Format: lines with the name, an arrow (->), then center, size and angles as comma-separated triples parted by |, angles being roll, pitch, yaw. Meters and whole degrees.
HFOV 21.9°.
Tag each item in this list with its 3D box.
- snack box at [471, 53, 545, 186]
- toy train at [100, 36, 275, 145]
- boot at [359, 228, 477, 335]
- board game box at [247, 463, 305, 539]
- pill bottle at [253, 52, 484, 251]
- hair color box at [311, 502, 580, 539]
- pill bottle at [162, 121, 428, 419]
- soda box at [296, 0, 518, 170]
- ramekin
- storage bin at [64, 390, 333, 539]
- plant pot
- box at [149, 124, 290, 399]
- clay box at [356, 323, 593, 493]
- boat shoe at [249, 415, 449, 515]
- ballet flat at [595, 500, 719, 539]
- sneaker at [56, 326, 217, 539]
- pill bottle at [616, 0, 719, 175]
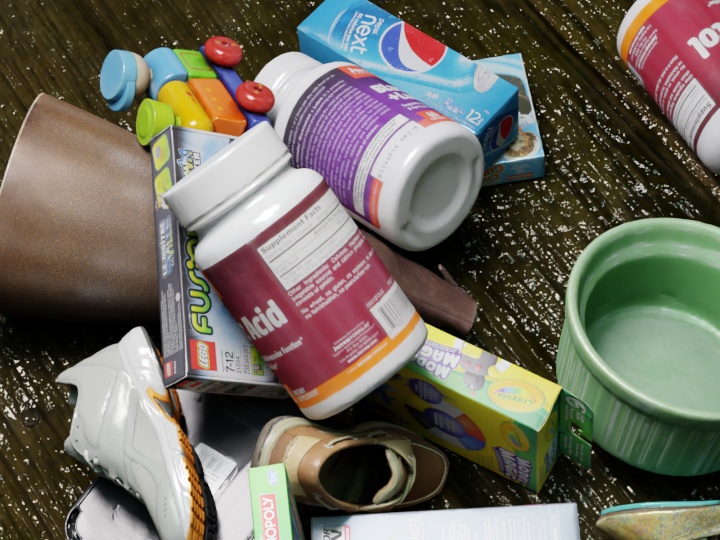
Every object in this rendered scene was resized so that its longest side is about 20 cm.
snack box -> 0.056, -0.123, 1.655 | 0.198, 0.037, 0.117 | -9, 59, -1
toy train -> -0.131, -0.116, 1.532 | 0.115, 0.085, 0.200 | 2, 37, -34
boot -> 0.000, 0.000, 1.560 | 0.166, 0.200, 0.073 | 24, 95, -17
board game box -> -0.049, 0.244, 1.345 | 0.029, 0.200, 0.135 | -9, 58, 0
pill bottle -> -0.002, -0.107, 1.555 | 0.111, 0.112, 0.200 | -42, 52, -19
hair color box -> 0.066, 0.225, 1.405 | 0.198, 0.099, 0.061 | -4, 60, 3
pill bottle -> -0.050, -0.001, 1.368 | 0.114, 0.114, 0.201 | -38, 98, -17
soda box -> 0.042, -0.165, 1.619 | 0.199, 0.068, 0.064 | 33, 65, 23
ramekin -> 0.249, 0.064, 1.465 | 0.198, 0.098, 0.201 | 5, 49, -6
storage bin -> -0.119, 0.179, 1.455 | 0.135, 0.094, 0.200 | 28, 66, 20
plant pot -> -0.194, -0.030, 1.556 | 0.199, 0.187, 0.188 | 16, 60, -3
box -> -0.102, -0.005, 1.428 | 0.110, 0.035, 0.201 | 8, 68, -36
clay box -> 0.086, 0.105, 1.468 | 0.199, 0.115, 0.048 | 25, 64, 20
boat shoe -> 0.004, 0.156, 1.407 | 0.074, 0.199, 0.076 | 13, 93, 41
ballet flat -> 0.283, 0.202, 1.425 | 0.198, 0.071, 0.071 | -8, 58, 0
sneaker -> -0.171, 0.141, 1.394 | 0.091, 0.076, 0.201 | -23, 52, 0
pill bottle -> 0.318, -0.157, 1.609 | 0.112, 0.113, 0.201 | -27, 61, -11
